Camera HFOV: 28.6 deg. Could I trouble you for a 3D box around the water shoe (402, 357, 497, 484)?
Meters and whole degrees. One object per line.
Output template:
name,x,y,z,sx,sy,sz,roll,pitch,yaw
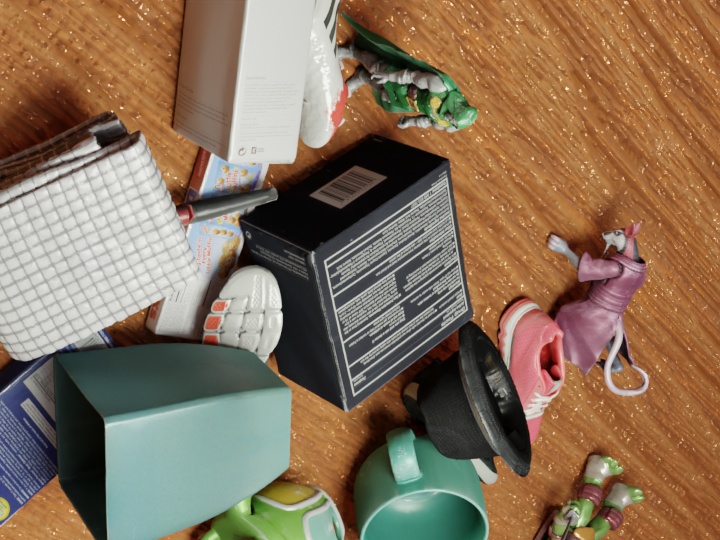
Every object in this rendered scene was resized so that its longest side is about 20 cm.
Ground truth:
water shoe,0.127,0.184,1.698,0.079,0.071,0.200,-49,132,-12

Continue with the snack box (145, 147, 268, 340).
snack box,-0.151,-0.029,1.409,0.071,0.024,0.202,10,103,-41

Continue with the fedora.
fedora,0.118,0.154,1.567,0.091,0.202,0.201,-23,132,15

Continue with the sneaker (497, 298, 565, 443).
sneaker,0.209,0.140,1.733,0.073,0.087,0.202,-16,119,-31

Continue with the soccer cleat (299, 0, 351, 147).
soccer cleat,-0.052,-0.218,1.367,0.085,0.068,0.202,-15,115,-51

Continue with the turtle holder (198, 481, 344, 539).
turtle holder,-0.096,0.286,1.542,0.131,0.141,0.186,-37,90,-38

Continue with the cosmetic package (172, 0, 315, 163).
cosmetic package,-0.106,-0.211,1.305,0.080,0.113,0.202,-5,115,-37

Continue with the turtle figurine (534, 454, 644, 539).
turtle figurine,0.318,0.350,1.860,0.195,0.143,0.200,-57,178,-27

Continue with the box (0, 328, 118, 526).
box,-0.309,0.141,1.355,0.200,0.032,0.122,-42,130,-17

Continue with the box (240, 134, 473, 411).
box,0.000,0.000,1.467,0.199,0.123,0.200,-34,128,-31

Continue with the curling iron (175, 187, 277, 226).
curling iron,-0.172,-0.062,1.351,0.198,0.026,0.050,-6,115,-22

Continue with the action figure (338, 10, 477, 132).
action figure,0.046,-0.177,1.381,0.055,0.199,0.119,-42,129,-15

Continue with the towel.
towel,-0.261,-0.033,1.261,0.198,0.086,0.167,-27,125,-5

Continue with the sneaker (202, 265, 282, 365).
sneaker,-0.124,0.075,1.449,0.076,0.082,0.202,11,117,-5

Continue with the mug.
mug,0.072,0.254,1.631,0.150,0.115,0.186,13,125,-16

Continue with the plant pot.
plant pot,-0.172,0.153,1.340,0.198,0.141,0.143,-9,116,-28

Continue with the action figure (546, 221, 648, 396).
action figure,0.300,0.033,1.726,0.133,0.149,0.202,1,123,-32
